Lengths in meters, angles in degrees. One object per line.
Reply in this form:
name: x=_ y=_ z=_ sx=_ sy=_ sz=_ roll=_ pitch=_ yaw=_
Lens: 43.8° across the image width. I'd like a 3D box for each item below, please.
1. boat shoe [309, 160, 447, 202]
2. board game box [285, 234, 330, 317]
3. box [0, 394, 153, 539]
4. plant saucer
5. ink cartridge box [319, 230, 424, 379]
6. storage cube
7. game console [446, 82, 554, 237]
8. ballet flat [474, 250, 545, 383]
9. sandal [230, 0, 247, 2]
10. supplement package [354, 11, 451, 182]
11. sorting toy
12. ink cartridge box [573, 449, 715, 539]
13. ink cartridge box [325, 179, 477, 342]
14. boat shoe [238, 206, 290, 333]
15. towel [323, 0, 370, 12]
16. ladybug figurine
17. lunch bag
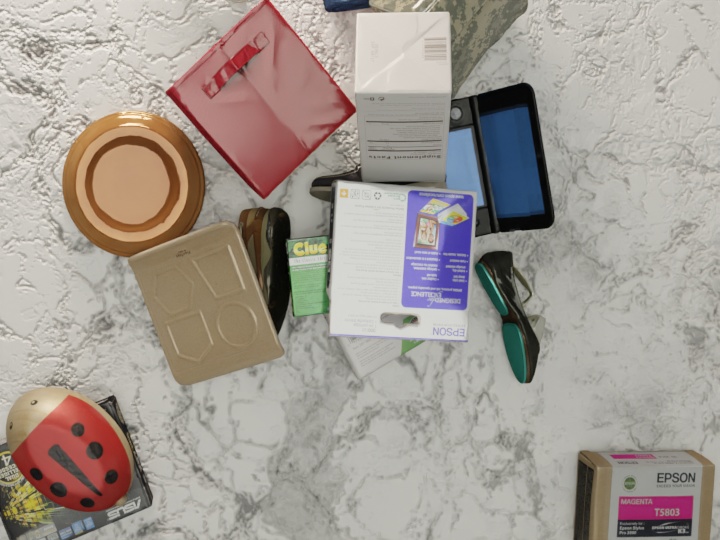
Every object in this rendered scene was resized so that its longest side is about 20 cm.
boat shoe: x=0.024 y=-0.133 z=1.268 sx=0.195 sy=0.073 sz=0.064 roll=-3 pitch=79 yaw=5
board game box: x=0.000 y=0.000 z=1.215 sx=0.195 sy=0.023 sz=0.108 roll=-5 pitch=96 yaw=-9
box: x=-0.410 y=0.288 z=1.252 sx=0.196 sy=0.049 sz=0.165 roll=-20 pitch=99 yaw=-8
plant saucer: x=-0.314 y=-0.119 z=1.238 sx=0.195 sy=0.037 sz=0.206 roll=-1 pitch=95 yaw=-8
ink cartridge box: x=0.009 y=0.027 z=1.272 sx=0.144 sy=0.084 sz=0.203 roll=-28 pitch=97 yaw=-6
storage cube: x=-0.135 y=-0.225 z=1.179 sx=0.171 sy=0.200 sz=0.180 roll=-43 pitch=106 yaw=-3
game console: x=0.163 y=-0.146 z=1.264 sx=0.167 sy=0.118 sz=0.205 roll=-12 pitch=96 yaw=-7
ballet flat: x=0.234 y=0.064 z=1.320 sx=0.067 sy=0.068 sz=0.204 roll=-23 pitch=98 yaw=-14
sandal: x=-0.233 y=-0.432 z=1.220 sx=0.201 sy=0.050 sz=0.083 roll=31 pitch=104 yaw=-22
supplement package: x=0.056 y=-0.217 z=1.151 sx=0.117 sy=0.201 sz=0.124 roll=0 pitch=65 yaw=3
sorting toy: x=-0.212 y=0.047 z=1.239 sx=0.182 sy=0.036 sz=0.204 roll=-18 pitch=101 yaw=23
ink cartridge box: x=0.432 y=0.367 z=1.370 sx=0.195 sy=0.075 sz=0.169 roll=1 pitch=96 yaw=-8
ink cartridge box: x=0.053 y=-0.011 z=1.189 sx=0.193 sy=0.043 sz=0.205 roll=4 pitch=89 yaw=-9
boat shoe: x=-0.143 y=0.008 z=1.262 sx=0.072 sy=0.075 sz=0.205 roll=10 pitch=103 yaw=19
towel: x=-0.018 y=-0.469 z=1.245 sx=0.109 sy=0.049 sz=0.205 roll=-12 pitch=97 yaw=-6
ladybug figurine: x=-0.387 y=0.245 z=1.193 sx=0.200 sy=0.072 sz=0.136 roll=42 pitch=86 yaw=-10
lunch bag: x=0.131 y=-0.354 z=1.226 sx=0.201 sy=0.139 sz=0.168 roll=-48 pitch=129 yaw=-8
